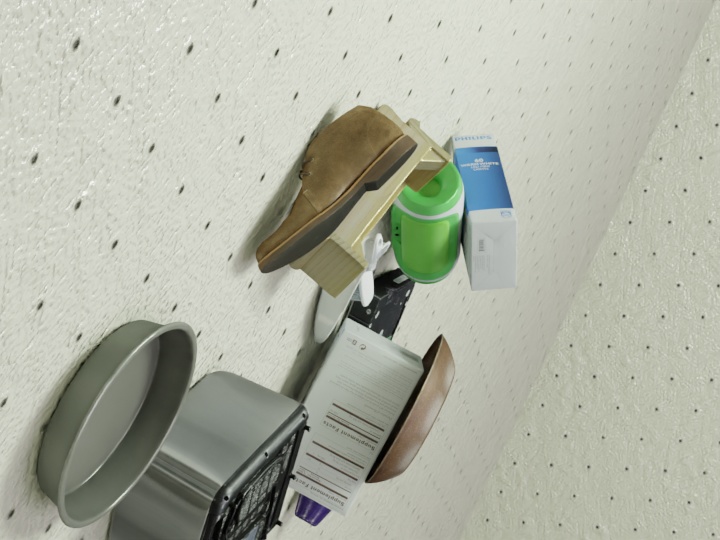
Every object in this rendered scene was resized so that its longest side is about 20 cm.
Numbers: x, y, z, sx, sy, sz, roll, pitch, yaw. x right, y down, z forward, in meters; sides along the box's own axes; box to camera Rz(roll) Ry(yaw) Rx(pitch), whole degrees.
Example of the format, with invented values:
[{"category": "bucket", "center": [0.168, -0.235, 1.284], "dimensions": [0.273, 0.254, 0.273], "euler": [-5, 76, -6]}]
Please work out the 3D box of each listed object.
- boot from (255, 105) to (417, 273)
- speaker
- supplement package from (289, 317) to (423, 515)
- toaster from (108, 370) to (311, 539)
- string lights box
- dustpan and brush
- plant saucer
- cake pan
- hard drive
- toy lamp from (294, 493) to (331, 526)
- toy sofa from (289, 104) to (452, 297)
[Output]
[{"category": "boot", "center": [-0.040, -0.080, 1.497], "dimensions": [0.200, 0.075, 0.074], "euler": [-44, 175, -11]}, {"category": "speaker", "center": [0.082, -0.060, 1.856], "dimensions": [0.089, 0.088, 0.200], "euler": [-56, 164, -22]}, {"category": "supplement package", "center": [-0.018, 0.175, 1.839], "dimensions": [0.200, 0.109, 0.114], "euler": [-62, -178, 6]}, {"category": "toaster", "center": [-0.155, 0.226, 1.519], "dimensions": [0.200, 0.118, 0.181], "euler": [-44, 156, -51]}, {"category": "string lights box", "center": [0.152, -0.076, 1.907], "dimensions": [0.200, 0.059, 0.103], "euler": [-96, -177, -53]}, {"category": "dustpan and brush", "center": [0.000, 0.000, 1.749], "dimensions": [0.140, 0.057, 0.200], "euler": [-56, 163, -24]}, {"category": "plant saucer", "center": [0.066, 0.172, 1.821], "dimensions": [0.201, 0.037, 0.200], "euler": [-62, -178, 4]}, {"category": "cake pan", "center": [-0.212, 0.126, 1.317], "dimensions": [0.200, 0.037, 0.200], "euler": [-55, 164, -25]}, {"category": "hard drive", "center": [0.001, 0.101, 1.970], "dimensions": [0.140, 0.038, 0.200], "euler": [-28, 142, -64]}, {"category": "toy lamp", "center": [-0.028, 0.260, 2.109], "dimensions": [0.200, 0.058, 0.058], "euler": [-59, 165, -8]}, {"category": "toy sofa", "center": [0.001, -0.077, 1.615], "dimensions": [0.200, 0.098, 0.083], "euler": [-53, -175, -35]}]
